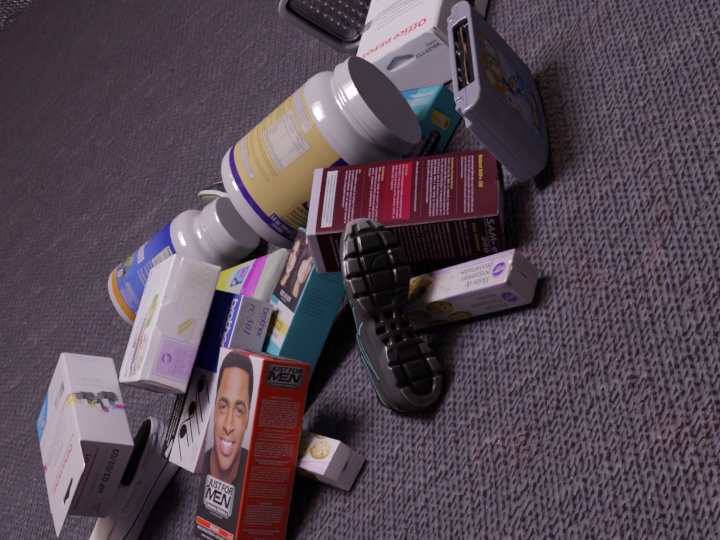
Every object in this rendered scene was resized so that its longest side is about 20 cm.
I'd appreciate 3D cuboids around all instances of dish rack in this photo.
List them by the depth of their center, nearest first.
[{"bbox_3d":[-0.002,-0.392,1.918,0.200,0.171,0.044,-39,53,23],"label":"dish rack"}]

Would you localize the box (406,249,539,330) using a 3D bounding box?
[{"bbox_3d":[0.091,0.024,1.434,0.200,0.041,0.039,-16,46,46],"label":"box"}]

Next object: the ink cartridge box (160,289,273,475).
[{"bbox_3d":[-0.161,0.124,1.585,0.094,0.044,0.201,9,83,59],"label":"ink cartridge box"}]

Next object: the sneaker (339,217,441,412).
[{"bbox_3d":[0.015,0.048,1.420,0.079,0.075,0.201,-30,74,61],"label":"sneaker"}]

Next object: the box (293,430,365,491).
[{"bbox_3d":[-0.068,0.189,1.495,0.200,0.039,0.042,7,63,58],"label":"box"}]

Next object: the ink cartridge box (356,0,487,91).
[{"bbox_3d":[0.081,-0.319,1.807,0.144,0.084,0.200,-24,38,39],"label":"ink cartridge box"}]

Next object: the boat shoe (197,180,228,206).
[{"bbox_3d":[-0.142,-0.106,1.902,0.199,0.074,0.066,0,55,55],"label":"boat shoe"}]

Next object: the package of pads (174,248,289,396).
[{"bbox_3d":[-0.158,0.071,1.732,0.200,0.068,0.155,-19,41,46],"label":"package of pads"}]

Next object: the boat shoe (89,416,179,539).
[{"bbox_3d":[-0.283,0.266,1.693,0.073,0.065,0.200,4,61,56],"label":"boat shoe"}]

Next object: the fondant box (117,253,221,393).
[{"bbox_3d":[-0.220,0.065,1.622,0.200,0.058,0.145,161,125,-74],"label":"fondant box"}]

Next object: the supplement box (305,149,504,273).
[{"bbox_3d":[0.049,-0.062,1.488,0.199,0.061,0.109,-6,43,11],"label":"supplement box"}]

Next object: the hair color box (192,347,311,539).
[{"bbox_3d":[-0.113,0.185,1.463,0.101,0.061,0.201,7,88,58],"label":"hair color box"}]

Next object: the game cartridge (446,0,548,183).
[{"bbox_3d":[0.147,-0.188,1.511,0.041,0.133,0.200,-36,33,27],"label":"game cartridge"}]

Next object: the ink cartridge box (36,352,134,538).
[{"bbox_3d":[-0.316,0.202,1.641,0.115,0.068,0.200,-65,29,28],"label":"ink cartridge box"}]

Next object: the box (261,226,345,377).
[{"bbox_3d":[-0.071,0.059,1.577,0.201,0.049,0.082,-68,25,6],"label":"box"}]

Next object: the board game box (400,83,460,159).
[{"bbox_3d":[0.025,-0.123,1.706,0.151,0.047,0.200,1,58,56],"label":"board game box"}]

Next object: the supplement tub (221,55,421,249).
[{"bbox_3d":[-0.044,-0.133,1.618,0.200,0.145,0.146,-38,31,24],"label":"supplement tub"}]

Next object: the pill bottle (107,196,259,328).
[{"bbox_3d":[-0.230,-0.010,1.880,0.200,0.112,0.112,-37,32,25],"label":"pill bottle"}]
